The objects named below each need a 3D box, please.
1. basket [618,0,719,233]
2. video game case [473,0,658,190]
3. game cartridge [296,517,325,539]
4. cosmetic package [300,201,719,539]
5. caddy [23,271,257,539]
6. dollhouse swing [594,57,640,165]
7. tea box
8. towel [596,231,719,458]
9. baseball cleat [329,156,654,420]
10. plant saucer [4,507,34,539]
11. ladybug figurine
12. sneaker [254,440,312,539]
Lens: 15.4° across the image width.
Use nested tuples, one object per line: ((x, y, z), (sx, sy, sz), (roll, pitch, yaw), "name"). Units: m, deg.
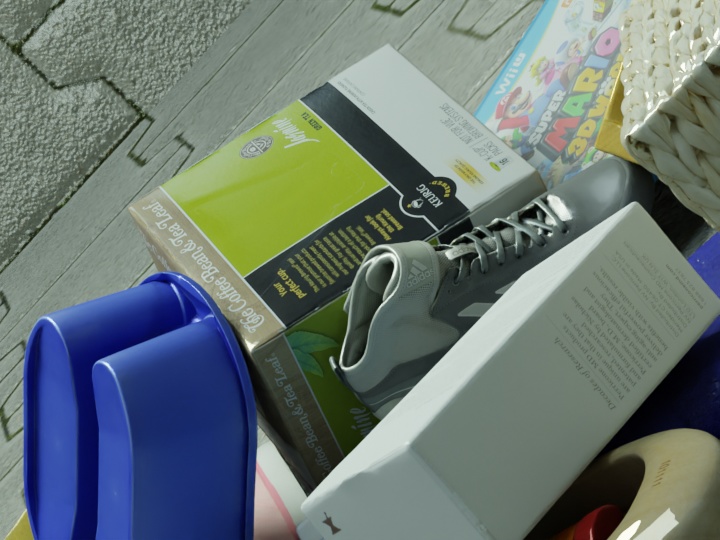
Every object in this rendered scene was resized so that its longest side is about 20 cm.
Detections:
((0.231, -0.083, 1.201), (0.161, 0.200, 0.198), (-43, 14, 21), "basket")
((0.141, -0.107, 1.621), (0.144, 0.018, 0.200), (-58, 28, -6), "video game case")
((0.065, 0.087, 1.440), (0.200, 0.038, 0.130), (-43, -14, 16), "game cartridge")
((0.073, 0.063, 1.250), (0.200, 0.071, 0.101), (-43, 5, -37), "cosmetic package")
((-0.115, 0.101, 1.499), (0.104, 0.201, 0.141), (-13, 29, -33), "caddy")
((0.241, -0.133, 1.413), (0.182, 0.175, 0.201), (-12, -60, -78), "dollhouse swing")
((0.000, 0.000, 1.565), (0.196, 0.134, 0.200), (-31, 35, -9), "tea box")
((0.158, 0.063, 1.334), (0.200, 0.050, 0.148), (-47, 17, 9), "towel")
((0.070, 0.000, 1.433), (0.200, 0.106, 0.070), (-46, 39, 0), "baseball cleat")
((-0.185, 0.229, 1.707), (0.200, 0.048, 0.201), (-57, -26, -32), "plant saucer")
((0.105, 0.146, 1.199), (0.200, 0.072, 0.136), (-34, 18, 42), "ladybug figurine")
((-0.060, 0.174, 1.601), (0.105, 0.075, 0.200), (-41, 18, 2), "sneaker")
